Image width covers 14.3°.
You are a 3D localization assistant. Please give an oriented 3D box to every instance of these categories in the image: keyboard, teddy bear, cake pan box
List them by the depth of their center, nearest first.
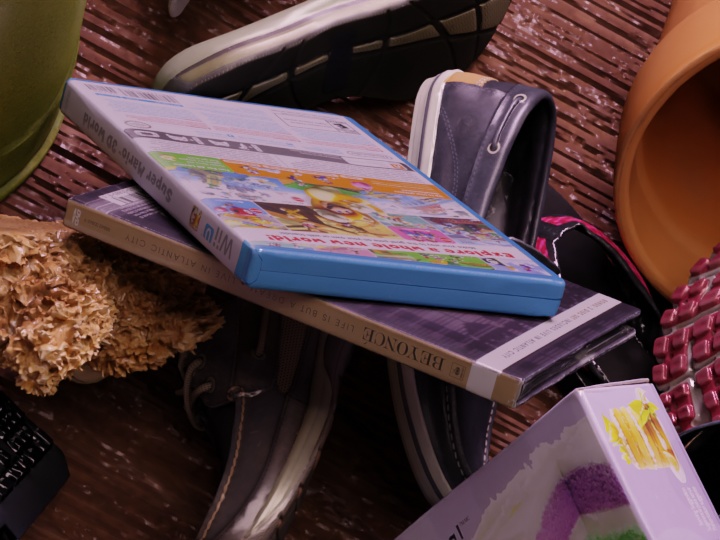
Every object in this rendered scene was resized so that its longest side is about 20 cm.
[{"bbox_3d":[-0.166,0.064,1.100,0.104,0.040,0.200,39,14,-2],"label":"keyboard"},{"bbox_3d":[0.078,0.169,1.125,0.052,0.200,0.185,-2,61,-42],"label":"cake pan box"},{"bbox_3d":[-0.151,0.012,1.139,0.200,0.145,0.067,-3,103,-61],"label":"teddy bear"}]

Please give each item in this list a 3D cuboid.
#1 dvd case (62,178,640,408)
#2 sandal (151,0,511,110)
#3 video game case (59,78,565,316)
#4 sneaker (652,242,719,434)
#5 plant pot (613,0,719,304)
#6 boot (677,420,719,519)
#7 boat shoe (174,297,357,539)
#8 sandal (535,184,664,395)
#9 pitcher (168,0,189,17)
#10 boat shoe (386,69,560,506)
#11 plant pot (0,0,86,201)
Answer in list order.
[{"bbox_3d":[0.000,0.000,1.160,0.199,0.016,0.149,21,17,19],"label":"dvd case"},{"bbox_3d":[-0.011,-0.115,1.318,0.200,0.080,0.057,-16,56,-30],"label":"sandal"},{"bbox_3d":[-0.024,-0.032,1.182,0.143,0.018,0.200,6,19,-30],"label":"video game case"},{"bbox_3d":[0.176,0.077,1.275,0.075,0.080,0.201,20,73,-43],"label":"sneaker"},{"bbox_3d":[0.216,-0.081,1.339,0.199,0.200,0.140,18,40,-13],"label":"plant pot"},{"bbox_3d":[0.125,0.091,1.184,0.097,0.199,0.075,42,44,-52],"label":"boot"},{"bbox_3d":[-0.045,0.049,1.220,0.073,0.075,0.200,20,47,0],"label":"boat shoe"},{"bbox_3d":[0.107,0.020,1.309,0.075,0.045,0.200,-32,79,-32],"label":"sandal"},{"bbox_3d":[-0.071,-0.234,1.342,0.171,0.121,0.200,-23,84,-53],"label":"pitcher"},{"bbox_3d":[0.052,0.007,1.256,0.062,0.075,0.201,-1,71,22],"label":"boat shoe"},{"bbox_3d":[-0.190,-0.146,1.181,0.200,0.193,0.201,10,60,-18],"label":"plant pot"}]
